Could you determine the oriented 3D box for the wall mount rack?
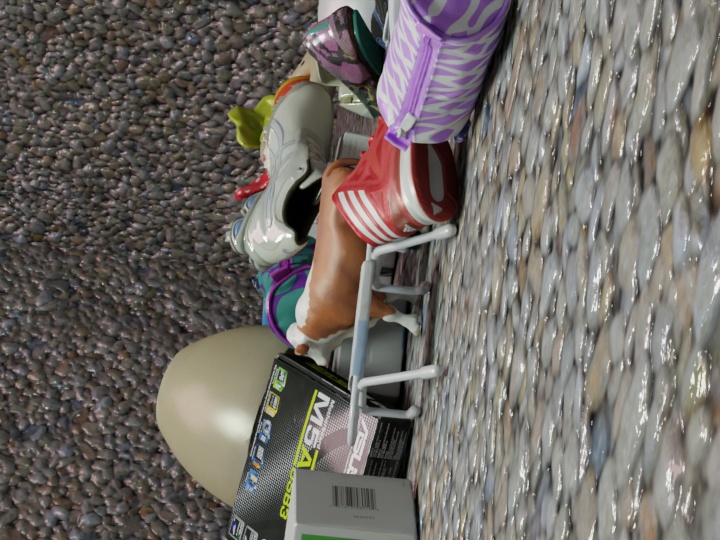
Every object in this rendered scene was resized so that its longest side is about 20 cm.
[{"bbox_3d":[0.032,0.044,1.346,0.174,0.074,0.203,97,179,-72],"label":"wall mount rack"}]

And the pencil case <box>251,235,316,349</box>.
[{"bbox_3d":[-0.062,0.018,1.628,0.093,0.085,0.200,60,179,-12],"label":"pencil case"}]

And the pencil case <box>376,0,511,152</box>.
[{"bbox_3d":[0.056,-0.161,1.187,0.086,0.084,0.200,-48,-10,-19],"label":"pencil case"}]

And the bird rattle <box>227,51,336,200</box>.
[{"bbox_3d":[-0.077,-0.150,1.675,0.164,0.112,0.200,-59,10,20],"label":"bird rattle"}]

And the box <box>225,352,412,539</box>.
[{"bbox_3d":[-0.044,0.201,1.519,0.193,0.047,0.202,27,103,56],"label":"box"}]

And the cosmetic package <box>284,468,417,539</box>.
[{"bbox_3d":[-0.018,0.277,1.375,0.085,0.106,0.202,-95,11,-63],"label":"cosmetic package"}]

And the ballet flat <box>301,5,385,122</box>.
[{"bbox_3d":[0.001,-0.186,1.544,0.200,0.070,0.070,42,-139,-57],"label":"ballet flat"}]

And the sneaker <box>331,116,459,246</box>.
[{"bbox_3d":[0.020,-0.112,1.345,0.115,0.078,0.202,-25,45,36],"label":"sneaker"}]

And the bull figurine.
[{"bbox_3d":[0.000,0.000,1.482,0.065,0.120,0.203,-94,12,-74],"label":"bull figurine"}]

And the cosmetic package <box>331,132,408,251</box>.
[{"bbox_3d":[0.010,-0.080,1.653,0.200,0.084,0.109,-167,87,-87],"label":"cosmetic package"}]

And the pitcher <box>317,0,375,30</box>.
[{"bbox_3d":[0.034,-0.315,1.739,0.171,0.120,0.202,19,-92,-73],"label":"pitcher"}]

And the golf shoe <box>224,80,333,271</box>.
[{"bbox_3d":[-0.052,-0.094,1.541,0.097,0.078,0.202,-9,58,48],"label":"golf shoe"}]

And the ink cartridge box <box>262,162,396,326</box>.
[{"bbox_3d":[-0.034,-0.019,1.853,0.085,0.143,0.202,-90,7,-51],"label":"ink cartridge box"}]

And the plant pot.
[{"bbox_3d":[-0.136,0.143,1.699,0.200,0.133,0.203,16,-90,-72],"label":"plant pot"}]

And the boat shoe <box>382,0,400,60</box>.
[{"bbox_3d":[0.054,-0.221,1.427,0.068,0.071,0.202,-113,20,-56],"label":"boat shoe"}]

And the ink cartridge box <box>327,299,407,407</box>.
[{"bbox_3d":[0.001,0.114,1.674,0.201,0.066,0.117,104,173,-62],"label":"ink cartridge box"}]

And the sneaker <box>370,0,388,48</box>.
[{"bbox_3d":[0.055,-0.260,1.607,0.076,0.077,0.202,36,145,42],"label":"sneaker"}]
